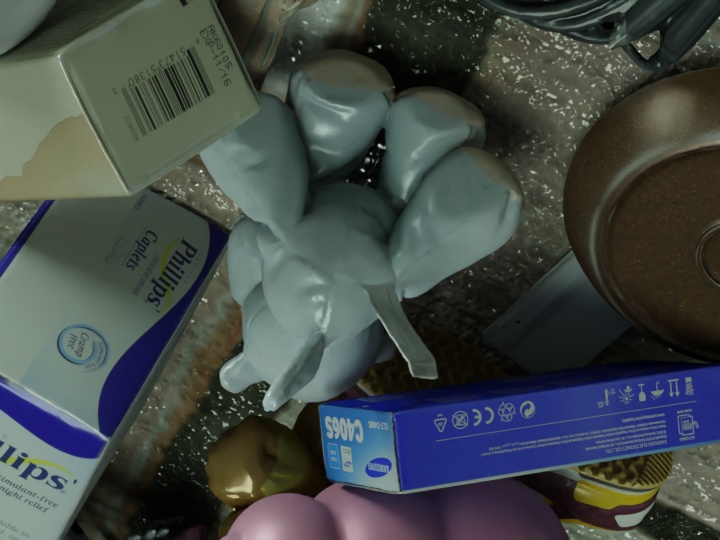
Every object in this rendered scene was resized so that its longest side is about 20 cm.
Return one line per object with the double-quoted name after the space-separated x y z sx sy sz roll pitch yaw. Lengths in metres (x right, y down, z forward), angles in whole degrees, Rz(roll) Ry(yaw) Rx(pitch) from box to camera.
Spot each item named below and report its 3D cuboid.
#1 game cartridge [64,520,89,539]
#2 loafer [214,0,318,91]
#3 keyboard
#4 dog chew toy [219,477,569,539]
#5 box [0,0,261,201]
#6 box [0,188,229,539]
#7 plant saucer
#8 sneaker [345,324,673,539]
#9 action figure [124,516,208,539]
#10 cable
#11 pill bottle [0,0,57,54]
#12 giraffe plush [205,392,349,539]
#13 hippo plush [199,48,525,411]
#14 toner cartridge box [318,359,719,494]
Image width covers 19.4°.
-0.245 0.154 1.356 0.200 0.038 0.130 54 129 13 "game cartridge"
-0.047 -0.147 1.066 0.063 0.072 0.200 19 142 -18 "loafer"
0.143 0.000 1.150 0.056 0.011 0.200 32 133 -14 "keyboard"
0.015 0.164 1.133 0.200 0.125 0.125 9 139 -26 "dog chew toy"
-0.151 -0.090 1.072 0.200 0.095 0.078 2 122 55 "box"
-0.182 0.070 1.216 0.105 0.184 0.200 29 133 -3 "box"
0.201 -0.016 1.087 0.200 0.035 0.201 8 133 9 "plant saucer"
0.074 0.102 1.215 0.200 0.075 0.090 22 138 1 "sneaker"
-0.117 0.263 1.345 0.149 0.134 0.200 -19 88 36 "action figure"
0.123 -0.190 0.975 0.163 0.051 0.200 34 135 -2 "cable"
-0.244 -0.184 1.033 0.200 0.116 0.116 27 139 34 "pill bottle"
-0.026 0.170 1.281 0.200 0.173 0.162 1 160 -34 "giraffe plush"
0.000 0.000 1.117 0.159 0.200 0.161 -11 154 -11 "hippo plush"
0.088 0.080 1.111 0.095 0.200 0.043 175 88 -66 "toner cartridge box"
